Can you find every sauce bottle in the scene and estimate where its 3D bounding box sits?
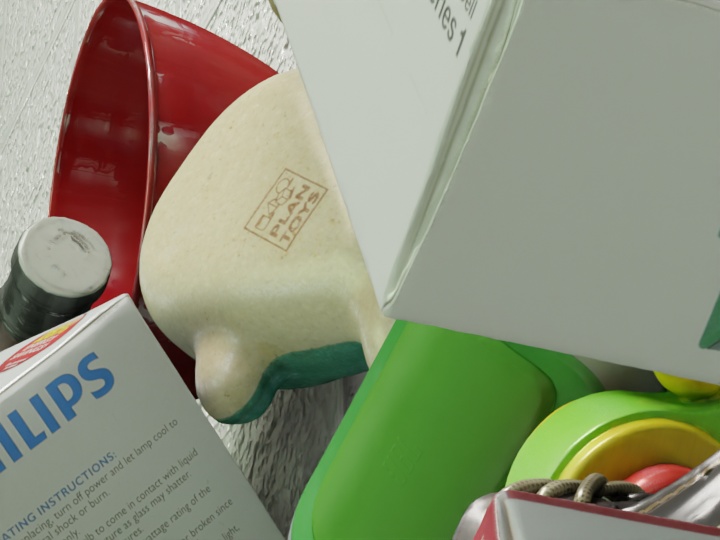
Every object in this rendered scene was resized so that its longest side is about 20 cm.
[{"bbox_3d":[-0.152,0.047,1.077,0.200,0.066,0.066,123,151,-49],"label":"sauce bottle"}]

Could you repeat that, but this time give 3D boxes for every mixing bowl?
[{"bbox_3d":[-0.073,-0.022,1.124,0.200,0.108,0.201,-173,90,-71],"label":"mixing bowl"}]

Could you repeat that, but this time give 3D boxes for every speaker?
[{"bbox_3d":[0.041,0.050,0.802,0.089,0.088,0.200,-98,27,-44],"label":"speaker"}]

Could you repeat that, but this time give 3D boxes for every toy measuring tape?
[{"bbox_3d":[0.068,0.107,0.717,0.074,0.073,0.201,-146,69,-70],"label":"toy measuring tape"}]

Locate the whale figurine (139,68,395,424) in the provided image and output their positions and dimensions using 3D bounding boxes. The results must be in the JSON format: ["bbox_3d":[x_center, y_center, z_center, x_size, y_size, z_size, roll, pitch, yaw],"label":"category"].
[{"bbox_3d":[0.000,0.000,0.946,0.159,0.104,0.200,-56,34,-7],"label":"whale figurine"}]

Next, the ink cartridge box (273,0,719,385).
[{"bbox_3d":[0.092,-0.042,0.529,0.146,0.199,0.084,-108,35,-56],"label":"ink cartridge box"}]

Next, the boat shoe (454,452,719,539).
[{"bbox_3d":[0.054,0.087,0.636,0.200,0.074,0.073,-42,59,13],"label":"boat shoe"}]

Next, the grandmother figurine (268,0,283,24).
[{"bbox_3d":[0.065,-0.096,0.770,0.200,0.121,0.061,-20,17,39],"label":"grandmother figurine"}]

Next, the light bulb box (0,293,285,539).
[{"bbox_3d":[-0.124,0.141,0.965,0.198,0.125,0.200,-22,103,54],"label":"light bulb box"}]

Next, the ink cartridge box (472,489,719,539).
[{"bbox_3d":[0.066,0.162,0.573,0.083,0.145,0.200,-104,31,-53],"label":"ink cartridge box"}]
